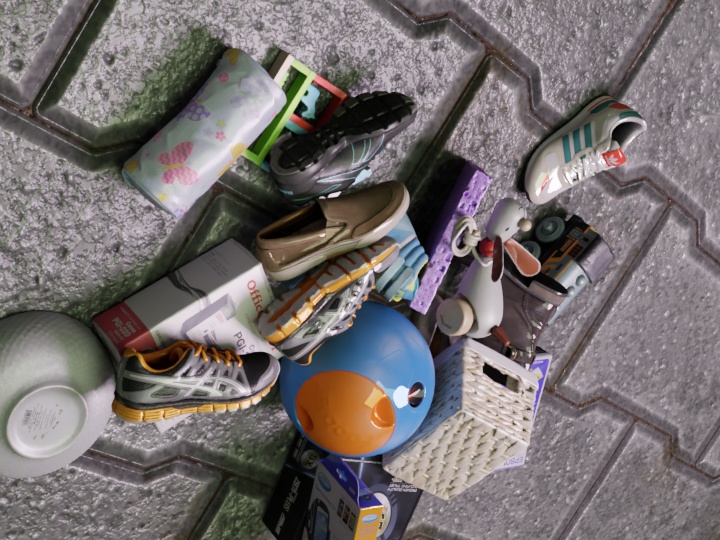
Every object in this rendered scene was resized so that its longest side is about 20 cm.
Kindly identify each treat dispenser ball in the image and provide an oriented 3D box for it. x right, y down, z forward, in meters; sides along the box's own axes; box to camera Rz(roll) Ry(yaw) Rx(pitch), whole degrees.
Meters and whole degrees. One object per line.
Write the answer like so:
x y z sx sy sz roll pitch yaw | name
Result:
-0.004 0.138 1.462 0.200 0.201 0.202 -16 122 -28 | treat dispenser ball

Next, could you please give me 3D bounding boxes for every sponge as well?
0.113 -0.047 1.513 0.030 0.112 0.201 26 98 -6 | sponge

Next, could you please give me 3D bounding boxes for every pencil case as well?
-0.173 -0.153 1.265 0.091 0.083 0.200 41 86 -1 | pencil case

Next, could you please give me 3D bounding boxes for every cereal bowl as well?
-0.366 0.153 1.289 0.199 0.083 0.201 -17 123 -28 | cereal bowl

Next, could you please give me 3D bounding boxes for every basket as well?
0.132 0.209 1.555 0.135 0.124 0.200 29 133 -20 | basket

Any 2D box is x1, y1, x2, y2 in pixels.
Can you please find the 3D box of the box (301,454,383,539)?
-0.027 0.342 1.492 0.041 0.119 0.201 1 113 -32 | box

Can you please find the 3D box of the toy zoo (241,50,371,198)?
-0.056 -0.162 1.387 0.200 0.020 0.132 28 95 -42 | toy zoo

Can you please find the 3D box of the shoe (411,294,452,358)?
0.095 0.133 1.627 0.070 0.053 0.201 -10 118 -31 | shoe

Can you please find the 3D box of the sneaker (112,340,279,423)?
-0.182 0.116 1.287 0.199 0.078 0.078 -10 112 -32 | sneaker

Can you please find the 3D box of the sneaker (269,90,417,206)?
-0.019 -0.148 1.372 0.199 0.075 0.079 -29 142 -12 | sneaker

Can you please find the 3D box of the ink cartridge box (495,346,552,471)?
0.189 0.218 1.746 0.197 0.043 0.201 -3 112 -35 | ink cartridge box

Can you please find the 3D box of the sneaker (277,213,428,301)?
0.000 0.000 1.434 0.200 0.131 0.080 -29 170 -20 | sneaker

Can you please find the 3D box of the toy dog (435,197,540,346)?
0.178 0.017 1.478 0.132 0.096 0.201 -25 135 -41 | toy dog

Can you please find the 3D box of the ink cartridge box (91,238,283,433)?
-0.197 0.077 1.371 0.200 0.085 0.146 -33 129 -20 | ink cartridge box

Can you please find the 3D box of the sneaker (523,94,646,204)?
0.319 -0.164 1.607 0.200 0.093 0.070 -43 130 -10 | sneaker

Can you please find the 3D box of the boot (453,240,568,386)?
0.177 0.065 1.583 0.175 0.199 0.069 -65 167 20 | boot

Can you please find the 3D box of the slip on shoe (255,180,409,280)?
-0.034 -0.061 1.358 0.199 0.076 0.061 -26 133 -5 | slip on shoe

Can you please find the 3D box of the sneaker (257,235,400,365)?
-0.030 0.032 1.370 0.200 0.078 0.077 -39 120 -7 | sneaker

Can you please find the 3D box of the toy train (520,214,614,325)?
0.274 0.006 1.649 0.200 0.114 0.085 -46 131 -7 | toy train

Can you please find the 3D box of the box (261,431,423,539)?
-0.016 0.314 1.621 0.199 0.086 0.164 14 106 -39 | box
